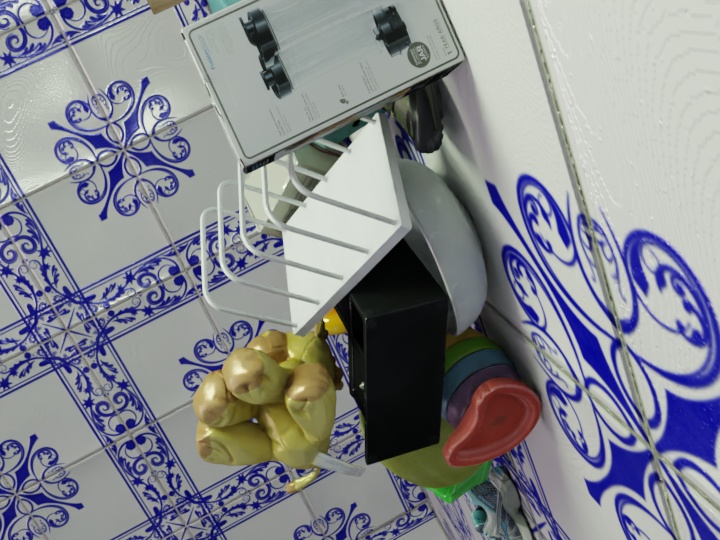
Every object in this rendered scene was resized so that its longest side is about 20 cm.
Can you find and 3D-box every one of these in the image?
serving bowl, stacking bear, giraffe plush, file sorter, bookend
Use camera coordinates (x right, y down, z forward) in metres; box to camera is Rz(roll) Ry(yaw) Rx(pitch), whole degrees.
[{"bbox_3d":[0.084,-0.034,0.864,0.200,0.065,0.203,90,154,-76],"label":"serving bowl"},{"bbox_3d":[0.117,0.115,0.957,0.201,0.112,0.123,55,129,45],"label":"stacking bear"},{"bbox_3d":[-0.078,0.126,0.894,0.199,0.172,0.164,33,-147,-23],"label":"giraffe plush"},{"bbox_3d":[-0.065,-0.054,0.787,0.200,0.123,0.141,-45,42,41],"label":"file sorter"},{"bbox_3d":[0.013,0.065,0.896,0.201,0.090,0.202,-123,26,-50],"label":"bookend"}]

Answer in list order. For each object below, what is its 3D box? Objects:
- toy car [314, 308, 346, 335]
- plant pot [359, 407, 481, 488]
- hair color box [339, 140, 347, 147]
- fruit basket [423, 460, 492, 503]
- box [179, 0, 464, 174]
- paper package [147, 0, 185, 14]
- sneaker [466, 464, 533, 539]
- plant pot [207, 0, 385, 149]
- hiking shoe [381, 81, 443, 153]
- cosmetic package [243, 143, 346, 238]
[{"bbox_3d":[0.000,0.000,1.122,0.173,0.199,0.153,11,120,38],"label":"toy car"},{"bbox_3d":[0.074,0.194,1.069,0.189,0.186,0.200,61,-169,21],"label":"plant pot"},{"bbox_3d":[-0.069,-0.197,1.328,0.202,0.060,0.102,70,-148,-41],"label":"hair color box"},{"bbox_3d":[0.133,0.249,1.294,0.217,0.212,0.158,-122,30,-43],"label":"fruit basket"},{"bbox_3d":[-0.031,-0.174,0.644,0.118,0.198,0.060,63,174,-5],"label":"box"},{"bbox_3d":[-0.537,-0.845,2.275,0.192,0.197,0.104,59,173,39],"label":"paper package"},{"bbox_3d":[0.231,0.420,1.356,0.203,0.085,0.078,67,174,-26],"label":"sneaker"},{"bbox_3d":[-0.058,-0.252,0.910,0.201,0.140,0.142,54,171,21],"label":"plant pot"},{"bbox_3d":[0.006,-0.183,0.758,0.202,0.099,0.076,62,174,20],"label":"hiking shoe"},{"bbox_3d":[-0.032,-0.090,0.975,0.198,0.104,0.088,14,-148,-39],"label":"cosmetic package"}]
